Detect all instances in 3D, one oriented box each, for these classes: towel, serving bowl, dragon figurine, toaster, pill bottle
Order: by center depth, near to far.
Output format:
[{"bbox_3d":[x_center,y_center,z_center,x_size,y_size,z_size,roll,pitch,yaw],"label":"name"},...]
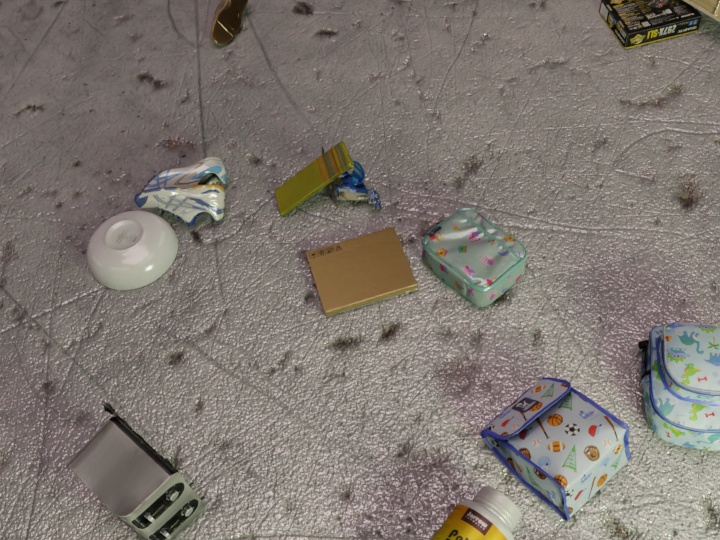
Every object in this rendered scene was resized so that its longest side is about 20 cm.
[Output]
[{"bbox_3d":[0.168,0.443,1.259,0.109,0.110,0.200,31,63,25],"label":"pill bottle"},{"bbox_3d":[-0.379,0.352,1.344,0.199,0.181,0.119,33,65,25],"label":"toaster"},{"bbox_3d":[-0.500,-0.057,1.726,0.199,0.066,0.201,-3,55,4],"label":"serving bowl"},{"bbox_3d":[-0.105,-0.203,1.762,0.199,0.018,0.086,-34,47,17],"label":"towel"},{"bbox_3d":[-0.021,-0.202,1.777,0.099,0.059,0.201,-19,55,-7],"label":"dragon figurine"}]

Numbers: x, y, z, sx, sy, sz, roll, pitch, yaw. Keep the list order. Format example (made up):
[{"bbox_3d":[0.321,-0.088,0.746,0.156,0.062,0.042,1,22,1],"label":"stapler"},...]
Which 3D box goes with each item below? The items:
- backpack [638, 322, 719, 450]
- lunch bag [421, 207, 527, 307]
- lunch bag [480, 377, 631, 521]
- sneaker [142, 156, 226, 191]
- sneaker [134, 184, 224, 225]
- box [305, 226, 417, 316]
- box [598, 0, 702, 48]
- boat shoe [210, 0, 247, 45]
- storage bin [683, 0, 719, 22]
[{"bbox_3d":[0.577,0.193,1.369,0.182,0.147,0.201,5,58,13],"label":"backpack"},{"bbox_3d":[0.229,-0.036,1.616,0.160,0.077,0.200,-37,58,-19],"label":"lunch bag"},{"bbox_3d":[0.326,0.284,1.353,0.170,0.124,0.200,-35,44,-18],"label":"lunch bag"},{"bbox_3d":[-0.401,-0.197,1.814,0.199,0.072,0.073,-22,67,-4],"label":"sneaker"},{"bbox_3d":[-0.398,-0.141,1.758,0.198,0.075,0.089,-3,95,2],"label":"sneaker"},{"bbox_3d":[0.000,0.000,1.652,0.199,0.021,0.164,-16,54,-6],"label":"box"},{"bbox_3d":[0.731,-0.647,2.017,0.199,0.049,0.160,-15,52,-4],"label":"box"},{"bbox_3d":[-0.366,-0.690,2.172,0.065,0.072,0.201,-9,57,46],"label":"boat shoe"},{"bbox_3d":[0.911,-0.705,1.976,0.199,0.094,0.199,-21,52,-29],"label":"storage bin"}]
